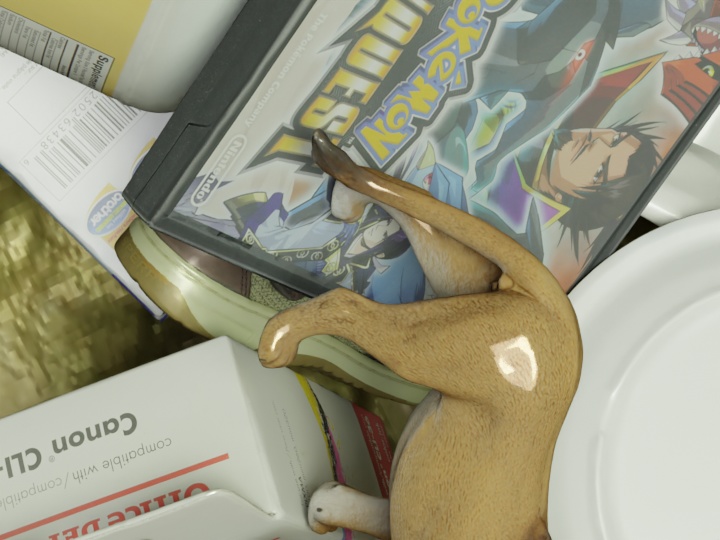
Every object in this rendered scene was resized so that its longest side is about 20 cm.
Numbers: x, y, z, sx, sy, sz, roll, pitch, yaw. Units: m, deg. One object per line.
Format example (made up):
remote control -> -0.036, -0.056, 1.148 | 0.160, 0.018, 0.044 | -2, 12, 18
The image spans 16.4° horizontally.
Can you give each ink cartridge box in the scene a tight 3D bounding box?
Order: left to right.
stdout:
ink cartridge box -> -0.077, -0.077, 0.935 | 0.136, 0.076, 0.200 | -45, 96, 3
ink cartridge box -> -0.066, 0.081, 0.864 | 0.116, 0.200, 0.068 | -21, 71, 13

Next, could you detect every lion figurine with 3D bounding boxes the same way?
lion figurine -> 0.034, 0.059, 0.754 | 0.122, 0.072, 0.200 | 15, 124, 25

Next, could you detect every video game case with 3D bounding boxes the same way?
video game case -> 0.046, -0.071, 0.793 | 0.181, 0.026, 0.200 | 25, 104, -44

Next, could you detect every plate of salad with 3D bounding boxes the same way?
plate of salad -> 0.144, 0.077, 0.849 | 0.199, 0.048, 0.201 | 2, 77, -7

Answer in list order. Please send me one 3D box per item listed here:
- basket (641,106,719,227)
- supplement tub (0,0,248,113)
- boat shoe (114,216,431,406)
basket -> 0.160, -0.069, 0.926 | 0.200, 0.123, 0.136 | 29, 96, -6
supplement tub -> -0.090, -0.140, 0.816 | 0.200, 0.145, 0.146 | 24, 97, -6
boat shoe -> -0.001, -0.001, 0.901 | 0.066, 0.201, 0.072 | -50, 55, 19
